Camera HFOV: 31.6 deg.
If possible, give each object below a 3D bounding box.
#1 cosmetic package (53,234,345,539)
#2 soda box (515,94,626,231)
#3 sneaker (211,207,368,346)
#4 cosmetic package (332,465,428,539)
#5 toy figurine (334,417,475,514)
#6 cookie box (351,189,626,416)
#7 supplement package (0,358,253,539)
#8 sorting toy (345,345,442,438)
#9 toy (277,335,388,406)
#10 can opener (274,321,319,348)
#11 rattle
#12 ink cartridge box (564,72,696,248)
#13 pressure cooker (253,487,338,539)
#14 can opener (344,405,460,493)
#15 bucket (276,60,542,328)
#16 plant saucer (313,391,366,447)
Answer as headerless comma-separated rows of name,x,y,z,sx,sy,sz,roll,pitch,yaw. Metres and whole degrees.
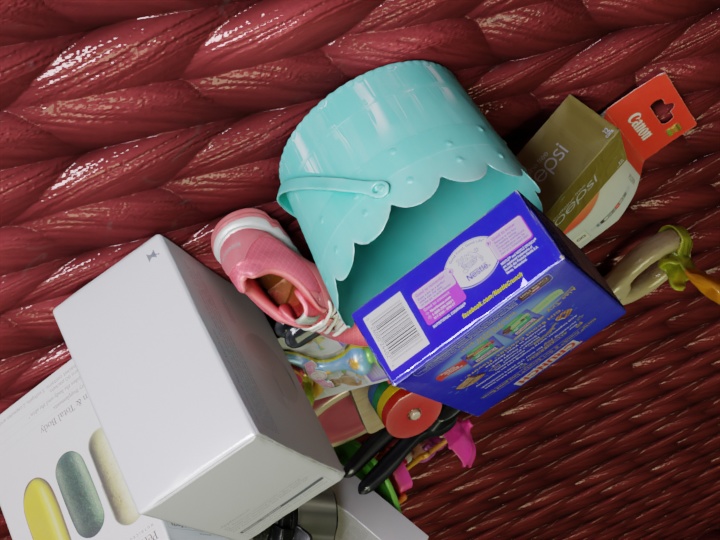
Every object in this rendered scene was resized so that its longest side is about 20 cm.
cosmetic package,-0.136,0.108,1.097,0.122,0.201,0.200,-33,154,6
soda box,0.160,-0.062,1.194,0.200,0.064,0.068,-49,154,-4
sneaker,-0.045,0.029,1.102,0.199,0.087,0.074,30,114,-31
cosmetic package,-0.015,0.291,1.551,0.051,0.199,0.083,-43,165,-36
toy figurine,0.063,0.251,1.669,0.182,0.152,0.200,-26,177,-29
cookie box,0.112,0.036,1.060,0.170,0.076,0.200,-37,154,13
supplement package,-0.225,0.205,1.176,0.151,0.202,0.150,-36,154,14
sorting toy,0.078,0.080,1.345,0.198,0.070,0.200,-28,135,-8
toy,-0.065,0.113,1.261,0.197,0.048,0.115,-21,137,17
can opener,0.000,0.000,1.202,0.199,0.063,0.079,-40,111,-1
rattle,0.349,0.050,1.576,0.199,0.144,0.130,-35,173,-2
ink cartridge box,0.257,-0.101,1.308,0.199,0.051,0.162,-34,154,15
pressure cooker,-0.134,0.271,1.415,0.174,0.181,0.200,-24,161,14
can opener,0.052,0.195,1.544,0.199,0.063,0.079,-34,159,-30
bucket,0.036,-0.061,1.050,0.205,0.136,0.208,-23,153,-13
plant saucer,-0.017,0.145,1.459,0.198,0.051,0.201,-23,153,-13
